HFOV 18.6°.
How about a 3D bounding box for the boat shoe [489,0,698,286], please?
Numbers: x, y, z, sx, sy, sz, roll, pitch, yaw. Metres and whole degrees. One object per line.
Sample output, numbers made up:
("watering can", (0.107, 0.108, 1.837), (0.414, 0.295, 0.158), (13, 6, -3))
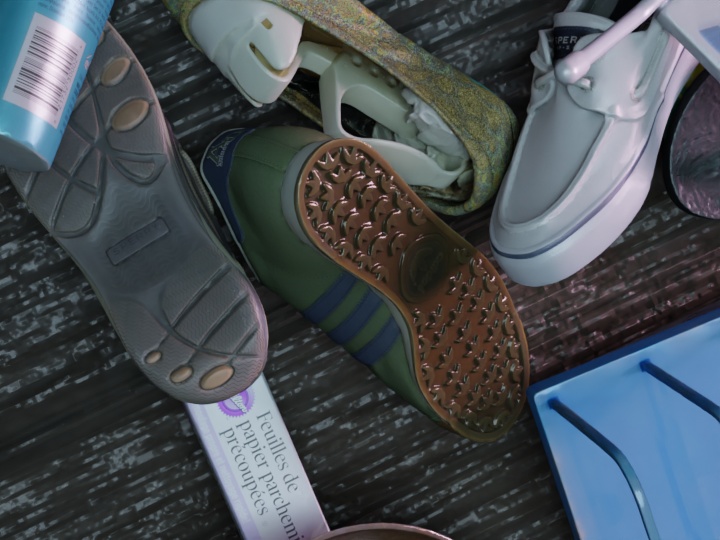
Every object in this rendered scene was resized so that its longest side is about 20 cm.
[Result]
("boat shoe", (0.103, -0.088, 0.976), (0.065, 0.073, 0.200), (47, 59, -39))

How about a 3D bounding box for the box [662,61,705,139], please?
("box", (0.230, -0.116, 1.036), (0.117, 0.048, 0.200), (37, 86, -14))

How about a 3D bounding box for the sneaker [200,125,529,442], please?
("sneaker", (0.000, 0.000, 0.993), (0.067, 0.090, 0.200), (-55, 135, -17))

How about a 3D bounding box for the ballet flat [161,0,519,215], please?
("ballet flat", (-0.017, -0.088, 0.971), (0.200, 0.071, 0.071), (31, 90, -17))

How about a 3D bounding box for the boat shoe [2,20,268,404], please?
("boat shoe", (-0.104, -0.028, 0.965), (0.074, 0.073, 0.201), (-26, 81, -1))

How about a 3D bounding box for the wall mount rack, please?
("wall mount rack", (0.171, -0.085, 0.916), (0.200, 0.075, 0.174), (45, 73, 3))

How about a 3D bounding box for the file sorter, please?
("file sorter", (0.201, 0.091, 0.973), (0.199, 0.123, 0.139), (-22, 105, -9))

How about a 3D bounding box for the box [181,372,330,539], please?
("box", (-0.030, 0.133, 1.017), (0.039, 0.041, 0.201), (-24, 102, -8))

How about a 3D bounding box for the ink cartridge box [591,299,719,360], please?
("ink cartridge box", (0.220, 0.046, 1.055), (0.199, 0.044, 0.094), (-25, 103, -8))

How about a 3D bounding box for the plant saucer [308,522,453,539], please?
("plant saucer", (0.002, 0.213, 0.981), (0.200, 0.034, 0.201), (4, 82, -33))

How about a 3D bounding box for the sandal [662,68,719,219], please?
("sandal", (0.227, -0.084, 0.991), (0.200, 0.048, 0.076), (-26, 102, -8))

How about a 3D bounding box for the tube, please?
("tube", (-0.119, -0.141, 0.923), (0.050, 0.077, 0.201), (14, 75, 21))
